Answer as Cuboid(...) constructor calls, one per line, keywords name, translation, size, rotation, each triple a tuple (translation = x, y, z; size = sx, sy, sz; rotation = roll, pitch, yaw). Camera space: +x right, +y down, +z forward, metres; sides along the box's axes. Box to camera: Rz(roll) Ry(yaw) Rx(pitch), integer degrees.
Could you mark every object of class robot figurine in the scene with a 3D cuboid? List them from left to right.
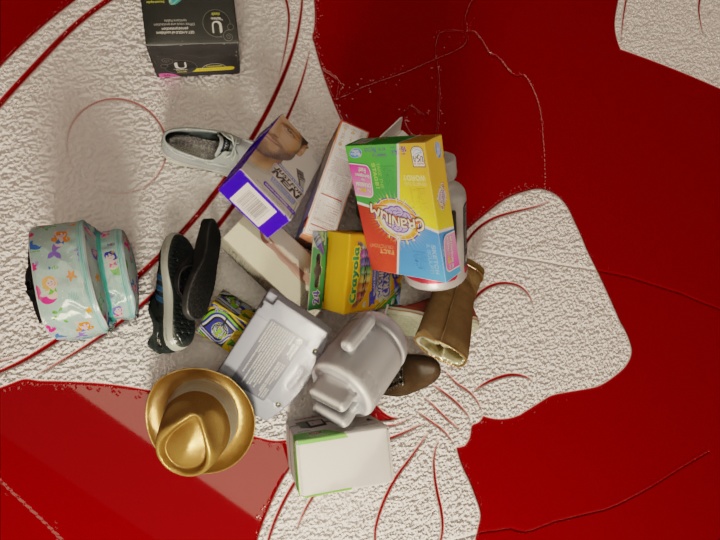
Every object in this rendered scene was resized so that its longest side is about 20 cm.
Cuboid(name="robot figurine", translation=(0.001, 0.144, 0.837), size=(0.111, 0.172, 0.201), rotation=(22, 49, 22))

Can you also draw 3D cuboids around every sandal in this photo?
Cuboid(name="sandal", translation=(-0.267, 0.001, 0.869), size=(0.047, 0.076, 0.203), rotation=(-5, 46, 4))

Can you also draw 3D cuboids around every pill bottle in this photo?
Cuboid(name="pill bottle", translation=(0.116, -0.080, 0.855), size=(0.109, 0.111, 0.204), rotation=(-14, 118, -14))

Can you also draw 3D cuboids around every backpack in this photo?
Cuboid(name="backpack", translation=(-0.413, 0.014, 0.800), size=(0.147, 0.200, 0.182), rotation=(-11, 87, -13))

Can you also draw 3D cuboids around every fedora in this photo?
Cuboid(name="fedora", translation=(-0.262, 0.254, 0.841), size=(0.196, 0.082, 0.205), rotation=(1, 109, 3))

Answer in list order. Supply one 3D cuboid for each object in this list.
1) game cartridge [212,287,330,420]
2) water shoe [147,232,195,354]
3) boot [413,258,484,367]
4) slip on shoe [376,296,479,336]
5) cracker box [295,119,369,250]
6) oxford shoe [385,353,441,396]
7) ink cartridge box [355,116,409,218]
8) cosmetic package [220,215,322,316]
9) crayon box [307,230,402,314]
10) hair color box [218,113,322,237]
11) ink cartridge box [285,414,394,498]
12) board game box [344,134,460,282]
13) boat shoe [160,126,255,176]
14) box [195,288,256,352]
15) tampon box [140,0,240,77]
Cuboid(name="game cartridge", translation=(-0.139, 0.141, 0.857), size=(0.132, 0.042, 0.201), rotation=(32, 109, -13))
Cuboid(name="water shoe", translation=(-0.322, 0.035, 0.883), size=(0.078, 0.071, 0.204), rotation=(-16, 66, 23))
Cuboid(name="boot", translation=(0.131, 0.044, 0.942), size=(0.172, 0.067, 0.202), rotation=(24, 53, 2))
Cuboid(name="slip on shoe", translation=(0.123, 0.082, 0.996), size=(0.195, 0.075, 0.062), rotation=(3, 53, -8))
Cuboid(name="cracker box", translation=(-0.053, -0.139, 0.931), size=(0.057, 0.134, 0.204), rotation=(20, 82, -11))
Cuboid(name="oxford shoe", translation=(0.060, 0.195, 0.958), size=(0.196, 0.084, 0.074), rotation=(-8, 86, -15))
Cuboid(name="ink cartridge box", translation=(0.052, -0.154, 0.918), size=(0.067, 0.201, 0.117), rotation=(42, 77, 14))
Cuboid(name="cosmetic package", translation=(-0.137, -0.008, 0.917), size=(0.200, 0.103, 0.088), rotation=(44, 75, -8))
Cuboid(name="crayon box", translation=(0.000, 0.000, 0.886), size=(0.198, 0.051, 0.129), rotation=(-5, 102, -52))
Cuboid(name="hair color box", translation=(-0.140, -0.161, 0.880), size=(0.109, 0.064, 0.202), rotation=(45, 34, -22))
Cuboid(name="ink cartridge box", translation=(-0.042, 0.288, 0.867), size=(0.142, 0.200, 0.086), rotation=(-5, 84, -13))
Cuboid(name="board game box", translation=(0.062, -0.091, 0.783), size=(0.040, 0.151, 0.204), rotation=(-31, 118, -38))
Cuboid(name="boat shoe", translation=(-0.242, -0.204, 0.921), size=(0.196, 0.071, 0.072), rotation=(5, 84, -16))
Cuboid(name="box", translation=(-0.171, 0.119, 0.908), size=(0.198, 0.070, 0.065), rotation=(32, 104, -8))
Cuboid(name="tampon box", translation=(-0.288, -0.451, 0.903), size=(0.147, 0.126, 0.205), rotation=(-7, 88, -13))
